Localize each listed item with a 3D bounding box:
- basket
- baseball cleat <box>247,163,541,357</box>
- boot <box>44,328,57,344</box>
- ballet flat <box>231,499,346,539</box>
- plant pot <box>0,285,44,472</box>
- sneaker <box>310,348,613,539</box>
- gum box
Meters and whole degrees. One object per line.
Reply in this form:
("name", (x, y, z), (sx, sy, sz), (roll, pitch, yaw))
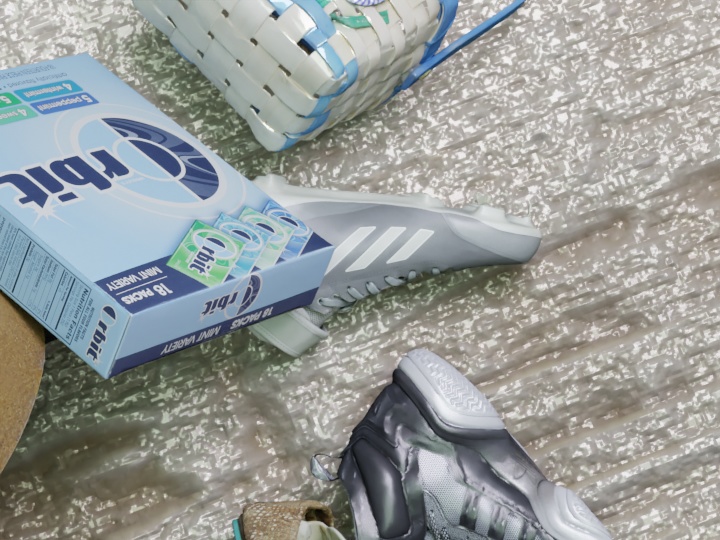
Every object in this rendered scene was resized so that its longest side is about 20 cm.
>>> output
("basket", (-0.011, -0.173, 1.392), (0.176, 0.139, 0.200), (44, 50, 1))
("baseball cleat", (0.000, 0.000, 1.409), (0.199, 0.070, 0.107), (8, 90, 8))
("boot", (-0.211, 0.069, 1.390), (0.199, 0.069, 0.175), (10, 85, 9))
("ballet flat", (-0.027, 0.177, 1.324), (0.065, 0.200, 0.071), (-17, 119, -1))
("plant pot", (-0.292, 0.035, 1.235), (0.200, 0.186, 0.187), (40, 83, -34))
("sneaker", (0.062, 0.149, 1.390), (0.114, 0.075, 0.200), (-42, 82, -5))
("gum box", (-0.140, -0.036, 1.322), (0.200, 0.170, 0.045), (39, 122, 23))
